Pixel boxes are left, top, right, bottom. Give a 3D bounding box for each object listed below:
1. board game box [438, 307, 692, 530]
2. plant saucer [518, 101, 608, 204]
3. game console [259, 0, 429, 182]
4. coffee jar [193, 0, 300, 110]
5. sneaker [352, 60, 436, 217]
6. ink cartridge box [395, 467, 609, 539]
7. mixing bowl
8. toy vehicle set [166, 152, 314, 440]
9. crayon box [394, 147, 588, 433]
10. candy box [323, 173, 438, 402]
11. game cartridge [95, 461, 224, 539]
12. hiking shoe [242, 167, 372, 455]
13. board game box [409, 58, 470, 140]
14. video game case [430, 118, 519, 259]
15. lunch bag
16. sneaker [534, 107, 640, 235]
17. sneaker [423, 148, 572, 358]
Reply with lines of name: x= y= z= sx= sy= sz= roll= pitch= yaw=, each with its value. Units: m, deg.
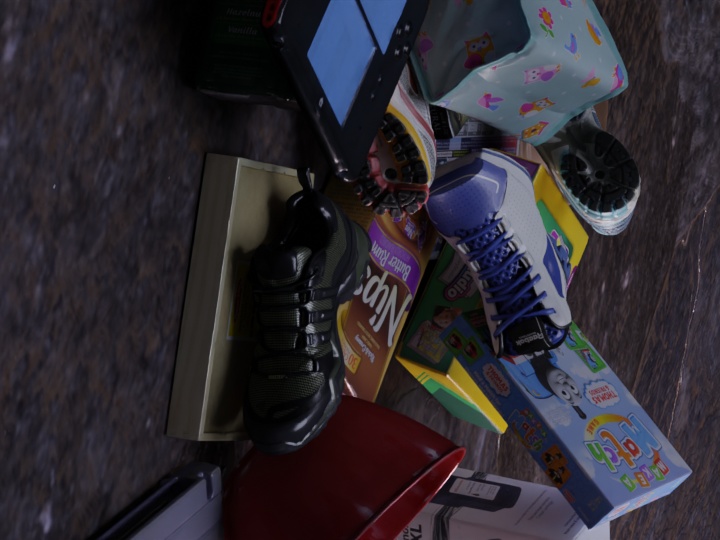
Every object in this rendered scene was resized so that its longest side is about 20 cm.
board game box: x=0.170 y=0.111 z=1.918 sx=0.037 sy=0.200 sz=0.151 roll=-46 pitch=163 yaw=28
plant saucer: x=0.195 y=-0.149 z=2.226 sx=0.200 sy=0.029 sz=0.201 roll=8 pitch=90 yaw=-66
game console: x=-0.005 y=-0.181 z=1.580 sx=0.200 sy=0.031 sz=0.178 roll=62 pitch=41 yaw=-57
coffee jar: x=-0.055 y=-0.213 z=1.602 sx=0.104 sy=0.085 sz=0.201 roll=3 pitch=94 yaw=-66
sneaker: x=0.003 y=-0.142 z=1.742 sx=0.082 sy=0.077 sz=0.201 roll=-56 pitch=131 yaw=-64
ink cartridge box: x=0.102 y=0.249 z=1.940 sx=0.084 sy=0.199 sz=0.146 roll=-39 pitch=132 yaw=-52
mixing bowl: x=-0.030 y=0.164 z=1.695 sx=0.200 sy=0.108 sz=0.200 roll=-45 pitch=170 yaw=-11
toy vehicle set: x=-0.084 y=0.022 z=1.676 sx=0.124 sy=0.026 sz=0.201 roll=10 pitch=88 yaw=-65
crayon box: x=0.117 y=0.020 z=2.031 sx=0.201 sy=0.058 sz=0.173 roll=-65 pitch=153 yaw=-12
candy box: x=0.000 y=0.000 z=1.818 sx=0.201 sy=0.056 sz=0.117 roll=-67 pitch=151 yaw=-27
game cartridge: x=-0.151 y=0.228 z=1.588 sx=0.200 sy=0.038 sz=0.130 roll=-37 pitch=133 yaw=-57
hiking shoe: x=-0.054 y=0.030 z=1.643 sx=0.101 sy=0.075 sz=0.201 roll=51 pitch=42 yaw=-47
board game box: x=0.067 y=-0.225 z=1.892 sx=0.135 sy=0.028 sz=0.201 roll=-52 pitch=133 yaw=-48
video game case: x=0.094 y=-0.105 z=2.028 sx=0.200 sy=0.023 sz=0.183 roll=-8 pitch=104 yaw=-65
lunch bag: x=0.101 y=-0.217 z=1.798 sx=0.170 sy=0.122 sz=0.201 roll=18 pitch=48 yaw=-55
sneaker: x=0.176 y=-0.113 z=2.024 sx=0.086 sy=0.077 sz=0.201 roll=73 pitch=-7 yaw=-63
sneaker: x=0.122 y=0.000 z=1.848 sx=0.200 sy=0.080 sz=0.116 roll=50 pitch=22 yaw=-44
